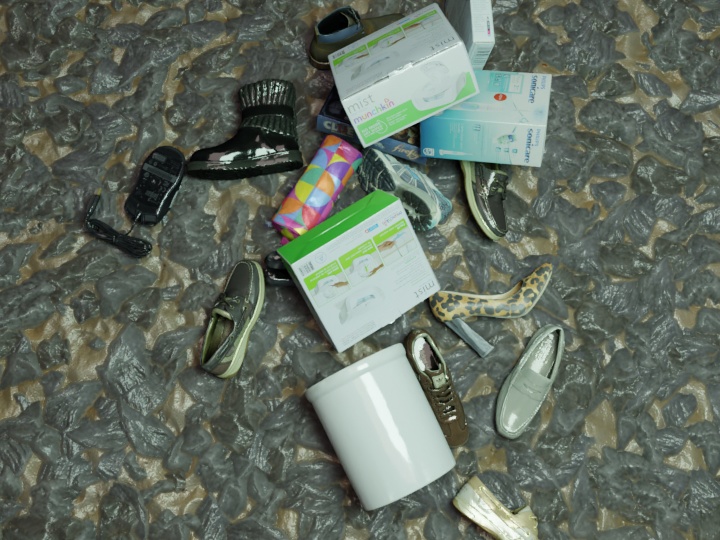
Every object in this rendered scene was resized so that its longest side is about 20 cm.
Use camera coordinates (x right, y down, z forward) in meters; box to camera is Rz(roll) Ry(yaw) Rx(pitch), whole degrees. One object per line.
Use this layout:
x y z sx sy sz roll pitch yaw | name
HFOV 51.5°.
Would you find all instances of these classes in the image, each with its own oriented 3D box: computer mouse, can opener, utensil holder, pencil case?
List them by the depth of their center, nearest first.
0.032 0.239 1.144 0.169 0.170 0.201 -25 81 -8 | utensil holder
-0.064 0.000 1.255 0.199 0.079 0.064 3 83 -15 | can opener
-0.076 -0.133 1.274 0.088 0.088 0.200 31 77 6 | pencil case
-0.386 -0.127 1.286 0.140 0.046 0.201 19 81 7 | computer mouse

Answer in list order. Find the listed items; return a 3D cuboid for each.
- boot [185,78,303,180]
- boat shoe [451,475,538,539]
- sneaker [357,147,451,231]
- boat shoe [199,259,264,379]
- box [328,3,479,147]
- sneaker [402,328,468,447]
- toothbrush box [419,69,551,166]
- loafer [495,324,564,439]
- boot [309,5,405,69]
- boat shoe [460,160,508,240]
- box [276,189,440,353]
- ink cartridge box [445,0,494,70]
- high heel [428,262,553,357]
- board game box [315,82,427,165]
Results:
-0.206 -0.244 1.297 0.210 0.079 0.159 -9 83 -15 | boot
0.241 0.393 1.157 0.200 0.074 0.069 34 83 7 | boat shoe
0.075 -0.146 1.299 0.086 0.078 0.200 -22 60 -42 | sneaker
-0.210 0.073 1.216 0.073 0.065 0.201 0 72 33 | boat shoe
0.063 -0.313 1.181 0.199 0.097 0.177 -24 38 7 | box
0.118 0.190 1.203 0.070 0.076 0.201 -23 77 -8 | sneaker
0.207 -0.255 1.230 0.199 0.086 0.147 8 48 12 | toothbrush box
0.276 0.178 1.214 0.070 0.070 0.201 24 76 4 | loafer
0.001 -0.431 1.344 0.199 0.097 0.075 -26 78 -8 | boot
0.218 -0.153 1.279 0.065 0.073 0.201 -24 74 35 | boat shoe
0.000 0.000 1.196 0.200 0.097 0.177 -32 115 -9 | box
0.187 -0.432 1.300 0.043 0.196 0.201 0 76 -4 | ink cartridge box
0.217 0.027 1.247 0.143 0.071 0.200 43 87 2 | high heel
0.037 -0.268 1.309 0.199 0.035 0.136 18 50 2 | board game box
